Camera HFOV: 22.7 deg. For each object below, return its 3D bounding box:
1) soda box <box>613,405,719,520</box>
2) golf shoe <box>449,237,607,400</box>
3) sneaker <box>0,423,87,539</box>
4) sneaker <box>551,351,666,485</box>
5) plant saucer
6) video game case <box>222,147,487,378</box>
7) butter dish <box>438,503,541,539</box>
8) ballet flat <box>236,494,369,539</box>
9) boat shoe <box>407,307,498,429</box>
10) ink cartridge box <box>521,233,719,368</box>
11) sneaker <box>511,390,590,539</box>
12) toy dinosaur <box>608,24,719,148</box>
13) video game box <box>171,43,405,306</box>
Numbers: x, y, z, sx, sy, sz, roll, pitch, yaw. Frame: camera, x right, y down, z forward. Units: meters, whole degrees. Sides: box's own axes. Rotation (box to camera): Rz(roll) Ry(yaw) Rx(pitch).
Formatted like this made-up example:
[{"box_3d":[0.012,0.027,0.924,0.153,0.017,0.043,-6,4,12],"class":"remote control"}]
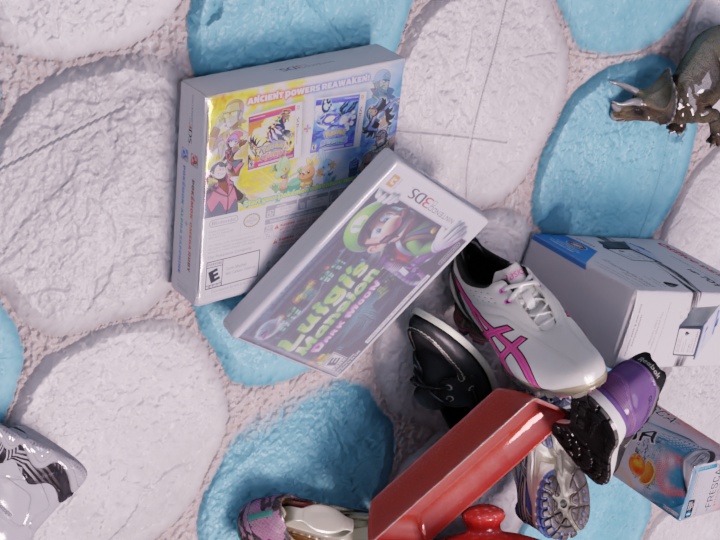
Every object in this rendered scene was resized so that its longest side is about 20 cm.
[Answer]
[{"box_3d":[0.277,0.170,1.796,0.068,0.200,0.064,-7,118,-38],"class":"soda box"},{"box_3d":[0.142,0.043,1.601,0.072,0.200,0.092,-30,131,-22],"class":"golf shoe"},{"box_3d":[-0.300,0.161,1.354,0.115,0.075,0.200,-58,140,-4],"class":"sneaker"},{"box_3d":[0.239,0.135,1.656,0.087,0.076,0.200,-38,168,-15],"class":"sneaker"},{"box_3d":[0.096,0.179,1.664,0.200,0.037,0.200,-43,163,7],"class":"plant saucer"},{"box_3d":[0.000,0.000,1.516,0.200,0.023,0.182,-46,149,10],"class":"video game case"},{"box_3d":[0.125,0.305,1.773,0.199,0.199,0.149,-8,96,-40],"class":"butter dish"},{"box_3d":[-0.025,0.242,1.649,0.199,0.071,0.070,20,60,-44],"class":"ballet flat"},{"box_3d":[0.080,0.105,1.671,0.066,0.074,0.200,-51,150,-11],"class":"boat shoe"},{"box_3d":[0.269,0.030,1.748,0.199,0.146,0.086,0,113,-42],"class":"ink cartridge box"},{"box_3d":[0.177,0.166,1.800,0.077,0.085,0.201,2,90,-30],"class":"sneaker"},{"box_3d":[0.336,-0.188,1.739,0.200,0.077,0.102,-42,142,-12],"class":"toy dinosaur"},{"box_3d":[-0.059,-0.080,1.460,0.199,0.047,0.183,-15,126,-36],"class":"video game box"}]
